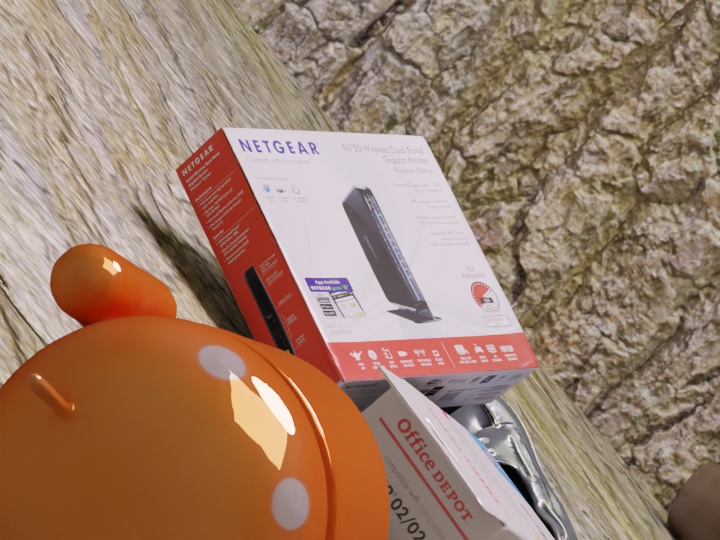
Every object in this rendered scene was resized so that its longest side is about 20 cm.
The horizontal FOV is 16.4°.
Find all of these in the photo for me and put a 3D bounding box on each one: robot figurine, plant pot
[{"bbox_3d":[-0.055,0.076,0.785,0.117,0.144,0.200,16,-3,13],"label":"robot figurine"},{"bbox_3d":[0.542,0.370,3.579,0.173,0.200,0.200,35,-3,27],"label":"plant pot"}]

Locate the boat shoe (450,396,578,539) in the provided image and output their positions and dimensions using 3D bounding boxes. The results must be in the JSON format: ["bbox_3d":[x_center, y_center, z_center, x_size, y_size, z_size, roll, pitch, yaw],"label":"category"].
[{"bbox_3d":[0.097,0.146,1.835,0.200,0.073,0.062,58,3,17],"label":"boat shoe"}]

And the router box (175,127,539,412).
[{"bbox_3d":[0.000,0.000,1.553,0.200,0.049,0.180,-2,60,-51],"label":"router box"}]

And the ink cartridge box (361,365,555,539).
[{"bbox_3d":[0.048,0.140,1.477,0.115,0.068,0.200,53,5,27],"label":"ink cartridge box"}]

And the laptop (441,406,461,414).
[{"bbox_3d":[0.009,0.024,1.753,0.177,0.103,0.200,51,5,-2],"label":"laptop"}]
